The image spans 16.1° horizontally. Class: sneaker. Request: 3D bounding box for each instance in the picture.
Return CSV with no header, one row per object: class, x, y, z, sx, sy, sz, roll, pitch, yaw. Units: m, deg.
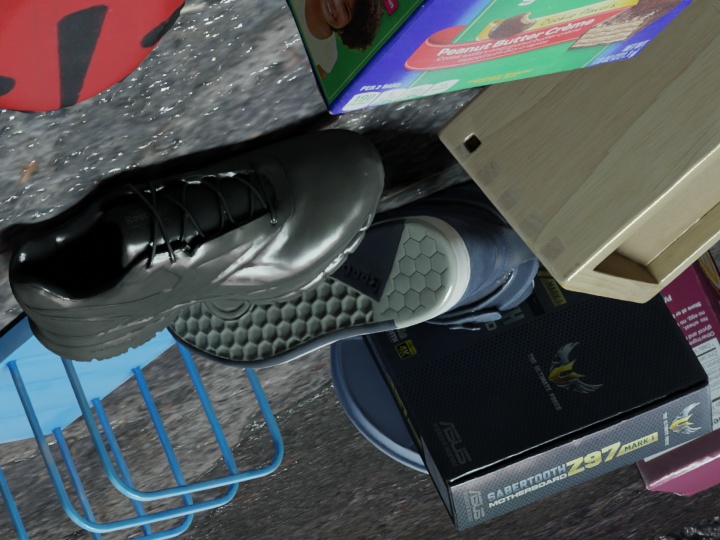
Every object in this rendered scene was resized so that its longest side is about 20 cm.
sneaker,-0.082,-0.017,1.262,0.200,0.076,0.091,-26,158,3
sneaker,0.001,0.002,1.393,0.202,0.077,0.146,-6,-174,32

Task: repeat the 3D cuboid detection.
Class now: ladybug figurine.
ladybug figurine,-0.109,-0.110,0.880,0.136,0.072,0.200,-20,165,-12

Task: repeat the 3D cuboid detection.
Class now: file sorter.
file sorter,-0.160,0.106,1.472,0.139,0.123,0.200,-9,159,-45

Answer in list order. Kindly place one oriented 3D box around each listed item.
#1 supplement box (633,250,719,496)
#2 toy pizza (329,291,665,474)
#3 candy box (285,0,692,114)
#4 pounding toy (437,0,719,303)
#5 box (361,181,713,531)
supplement box,0.185,0.032,1.575,0.086,0.200,0.110,-27,164,14
toy pizza,0.082,0.046,1.491,0.200,0.200,0.032,-21,140,-7
candy box,0.085,-0.150,1.023,0.169,0.077,0.200,-13,161,-32
pounding toy,0.134,-0.079,1.292,0.184,0.142,0.200,-42,163,14
box,0.088,0.035,1.444,0.158,0.200,0.051,-20,141,-7
